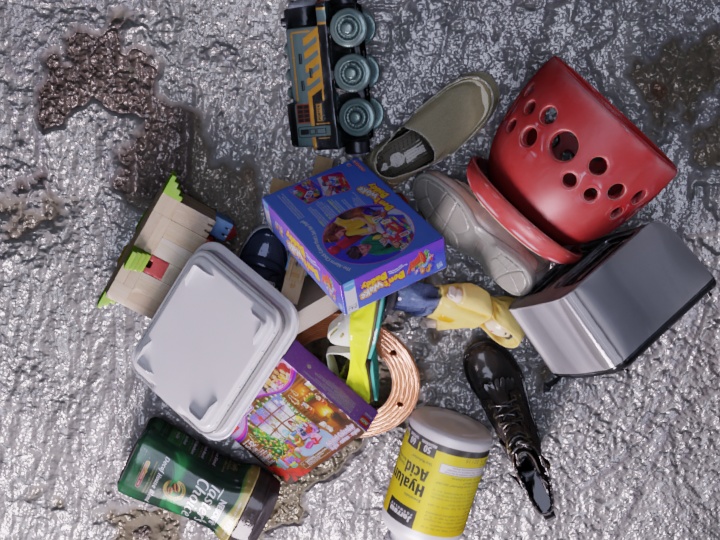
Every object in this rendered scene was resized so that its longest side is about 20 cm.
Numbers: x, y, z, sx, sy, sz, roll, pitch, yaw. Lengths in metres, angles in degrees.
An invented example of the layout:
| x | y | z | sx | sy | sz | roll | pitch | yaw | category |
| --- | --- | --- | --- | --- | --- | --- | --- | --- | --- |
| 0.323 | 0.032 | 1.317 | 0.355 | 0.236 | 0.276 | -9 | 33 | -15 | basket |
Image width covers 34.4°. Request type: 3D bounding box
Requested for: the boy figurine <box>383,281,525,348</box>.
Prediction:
| x | y | z | sx | sy | sz | roll | pitch | yaw | category |
| --- | --- | --- | --- | --- | --- | --- | --- | --- | --- |
| 0.114 | 0.052 | 1.453 | 0.199 | 0.124 | 0.065 | 14 | 65 | -16 | boy figurine |

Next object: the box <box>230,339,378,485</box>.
| x | y | z | sx | sy | sz | roll | pitch | yaw | category |
| --- | --- | --- | --- | --- | --- | --- | --- | --- | --- |
| -0.086 | 0.183 | 1.458 | 0.137 | 0.039 | 0.200 | 41 | 137 | -6 | box |

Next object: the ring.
| x | y | z | sx | sy | sz | roll | pitch | yaw | category |
| --- | --- | --- | --- | --- | --- | --- | --- | --- | --- |
| -0.022 | 0.132 | 1.481 | 0.199 | 0.019 | 0.202 | 7 | 124 | 10 | ring |

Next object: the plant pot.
| x | y | z | sx | sy | sz | roll | pitch | yaw | category |
| --- | --- | --- | --- | --- | --- | --- | --- | --- | --- |
| 0.243 | -0.120 | 1.370 | 0.200 | 0.201 | 0.183 | 38 | 107 | -7 | plant pot |

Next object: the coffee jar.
| x | y | z | sx | sy | sz | roll | pitch | yaw | category |
| --- | --- | --- | --- | --- | --- | --- | --- | --- | --- |
| -0.207 | 0.278 | 1.512 | 0.199 | 0.085 | 0.105 | 26 | 101 | -5 | coffee jar |

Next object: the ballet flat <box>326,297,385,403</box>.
| x | y | z | sx | sy | sz | roll | pitch | yaw | category |
| --- | --- | --- | --- | --- | --- | --- | --- | --- | --- |
| -0.007 | 0.089 | 1.383 | 0.066 | 0.067 | 0.201 | 7 | 136 | 4 | ballet flat |

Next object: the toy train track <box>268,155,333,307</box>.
| x | y | z | sx | sy | sz | roll | pitch | yaw | category |
| --- | --- | --- | --- | --- | --- | --- | --- | --- | --- |
| -0.067 | -0.046 | 1.431 | 0.114 | 0.033 | 0.201 | 15 | 66 | -4 | toy train track |

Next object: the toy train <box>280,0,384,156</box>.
| x | y | z | sx | sy | sz | roll | pitch | yaw | category |
| --- | --- | --- | --- | --- | --- | --- | --- | --- | --- |
| -0.036 | -0.237 | 1.409 | 0.113 | 0.085 | 0.202 | -4 | 102 | 11 | toy train |

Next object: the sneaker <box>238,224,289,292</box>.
| x | y | z | sx | sy | sz | roll | pitch | yaw | category |
| --- | --- | --- | --- | --- | --- | --- | --- | --- | --- |
| -0.138 | 0.046 | 1.450 | 0.070 | 0.109 | 0.201 | 17 | 102 | -1 | sneaker |

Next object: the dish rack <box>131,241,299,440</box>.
| x | y | z | sx | sy | sz | roll | pitch | yaw | category |
| --- | --- | --- | --- | --- | --- | --- | --- | --- | --- |
| -0.183 | 0.085 | 1.385 | 0.171 | 0.043 | 0.201 | 38 | 105 | 19 | dish rack |

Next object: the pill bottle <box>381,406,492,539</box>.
| x | y | z | sx | sy | sz | roll | pitch | yaw | category |
| --- | --- | --- | --- | --- | --- | --- | --- | --- | --- |
| 0.091 | 0.287 | 1.496 | 0.110 | 0.111 | 0.201 | 15 | 101 | -2 | pill bottle |

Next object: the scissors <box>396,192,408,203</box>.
| x | y | z | sx | sy | sz | roll | pitch | yaw | category |
| --- | --- | --- | --- | --- | --- | --- | --- | --- | --- |
| 0.035 | -0.042 | 1.386 | 0.073 | 0.200 | 0.014 | -31 | 114 | 6 | scissors |

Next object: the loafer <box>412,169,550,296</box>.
| x | y | z | sx | sy | sz | roll | pitch | yaw | category |
| --- | --- | --- | --- | --- | --- | --- | --- | --- | --- |
| 0.151 | -0.053 | 1.447 | 0.200 | 0.063 | 0.072 | 46 | 141 | 12 | loafer |

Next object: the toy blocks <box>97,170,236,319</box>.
| x | y | z | sx | sy | sz | roll | pitch | yaw | category |
| --- | --- | --- | --- | --- | --- | --- | --- | --- | --- |
| -0.223 | -0.008 | 1.459 | 0.136 | 0.100 | 0.201 | 28 | 102 | -17 | toy blocks |

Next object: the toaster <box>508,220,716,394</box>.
| x | y | z | sx | sy | sz | roll | pitch | yaw | category |
| --- | --- | --- | --- | --- | --- | --- | --- | --- | --- |
| 0.289 | 0.041 | 1.384 | 0.200 | 0.181 | 0.119 | -39 | 94 | -16 | toaster |

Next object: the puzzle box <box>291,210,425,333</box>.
| x | y | z | sx | sy | sz | roll | pitch | yaw | category |
| --- | --- | --- | --- | --- | --- | --- | --- | --- | --- |
| 0.000 | 0.000 | 1.427 | 0.199 | 0.133 | 0.026 | -30 | 104 | 7 | puzzle box |

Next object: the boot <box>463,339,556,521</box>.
| x | y | z | sx | sy | sz | roll | pitch | yaw | category |
| --- | --- | --- | --- | --- | --- | --- | --- | --- | --- |
| 0.193 | 0.193 | 1.442 | 0.069 | 0.174 | 0.201 | -26 | 100 | 6 | boot |

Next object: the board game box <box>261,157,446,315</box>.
| x | y | z | sx | sy | sz | roll | pitch | yaw | category |
| --- | --- | --- | --- | --- | --- | --- | --- | --- | --- |
| -0.010 | -0.045 | 1.344 | 0.134 | 0.200 | 0.045 | -24 | 132 | -18 | board game box |

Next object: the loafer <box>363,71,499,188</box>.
| x | y | z | sx | sy | sz | roll | pitch | yaw | category |
| --- | --- | --- | --- | --- | --- | --- | --- | --- | --- |
| 0.089 | -0.166 | 1.424 | 0.200 | 0.068 | 0.076 | -40 | 98 | 8 | loafer |
